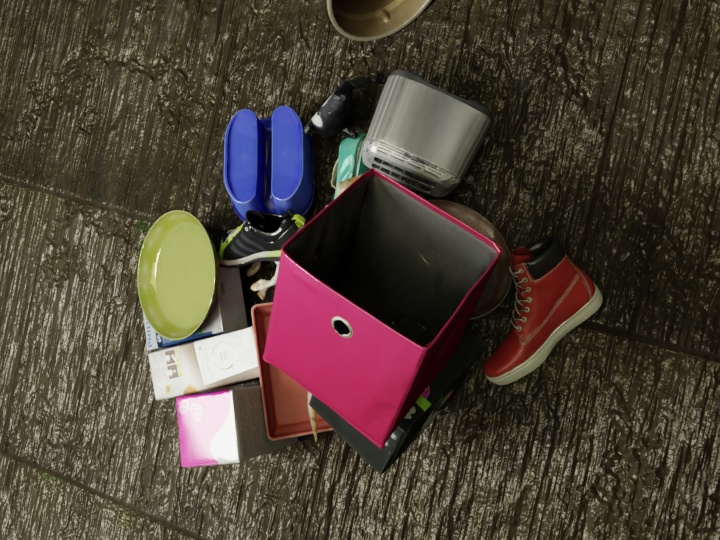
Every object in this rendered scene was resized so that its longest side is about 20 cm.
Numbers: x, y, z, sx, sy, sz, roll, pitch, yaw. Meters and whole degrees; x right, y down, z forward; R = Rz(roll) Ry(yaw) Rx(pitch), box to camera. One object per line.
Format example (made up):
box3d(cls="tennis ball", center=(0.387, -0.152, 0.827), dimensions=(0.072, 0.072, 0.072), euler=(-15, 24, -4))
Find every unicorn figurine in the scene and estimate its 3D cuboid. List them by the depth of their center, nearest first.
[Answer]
box3d(cls="unicorn figurine", center=(-0.121, -0.017, 1.139), dimensions=(0.137, 0.074, 0.201), euler=(-37, 68, -1))

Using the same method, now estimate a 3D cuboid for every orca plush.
box3d(cls="orca plush", center=(-0.021, -0.238, 1.078), dimensions=(0.071, 0.199, 0.106), euler=(41, 65, -10))

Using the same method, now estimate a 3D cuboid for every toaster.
box3d(cls="toaster", center=(0.085, -0.197, 1.028), dimensions=(0.197, 0.114, 0.131), euler=(24, 82, -3))

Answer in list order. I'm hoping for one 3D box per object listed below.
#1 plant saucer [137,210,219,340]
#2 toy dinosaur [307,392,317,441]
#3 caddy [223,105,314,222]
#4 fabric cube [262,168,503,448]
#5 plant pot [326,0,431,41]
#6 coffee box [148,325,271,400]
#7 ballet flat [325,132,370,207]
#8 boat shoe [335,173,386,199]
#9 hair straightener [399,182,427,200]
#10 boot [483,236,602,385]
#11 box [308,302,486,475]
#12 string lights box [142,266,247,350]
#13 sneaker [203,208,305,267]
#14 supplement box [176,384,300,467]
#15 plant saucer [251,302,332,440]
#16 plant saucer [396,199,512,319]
box3d(cls="plant saucer", center=(-0.285, 0.008, 1.126), dimensions=(0.197, 0.031, 0.205), euler=(-2, 86, 39))
box3d(cls="toy dinosaur", center=(-0.053, 0.137, 1.045), dimensions=(0.105, 0.060, 0.202), euler=(33, 77, -7))
box3d(cls="caddy", center=(-0.146, -0.166, 1.145), dimensions=(0.138, 0.105, 0.204), euler=(-3, 73, 5))
box3d(cls="fabric cube", center=(0.020, 0.043, 0.849), dimensions=(0.195, 0.200, 0.201), euler=(33, 138, 14))
box3d(cls="plant pot", center=(0.003, -0.494, 1.078), dimensions=(0.199, 0.200, 0.185), euler=(-35, 64, 15))
box3d(cls="coffee box", center=(-0.226, 0.150, 1.152), dimensions=(0.196, 0.114, 0.081), euler=(-15, 82, 19))
box3d(cls="ballet flat", center=(-0.019, -0.117, 1.125), dimensions=(0.070, 0.067, 0.204), euler=(11, 91, 45))
box3d(cls="boat shoe", center=(0.001, -0.088, 1.015), dimensions=(0.067, 0.200, 0.076), euler=(3, 72, 1))
box3d(cls="hair straightener", center=(0.063, -0.122, 1.098), dimensions=(0.075, 0.041, 0.204), euler=(-14, 88, 2))
box3d(cls="boot", center=(0.219, 0.052, 0.977), dimensions=(0.200, 0.073, 0.144), euler=(-45, 113, 6))
box3d(cls="box", center=(0.052, 0.146, 0.988), dimensions=(0.148, 0.199, 0.125), euler=(40, 140, 18))
box3d(cls="string lights box", center=(-0.281, 0.066, 1.178), dimensions=(0.197, 0.058, 0.105), euler=(-15, 81, 36))
box3d(cls="sneaker", center=(-0.163, -0.061, 1.089), dimensions=(0.196, 0.084, 0.072), euler=(-5, 41, 24))
box3d(cls="supplement box", center=(-0.182, 0.231, 1.084), dimensions=(0.099, 0.199, 0.106), euler=(-9, 84, 19))
box3d(cls="plant saucer", center=(-0.060, 0.142, 1.091), dimensions=(0.196, 0.037, 0.204), euler=(-7, 84, -12))
box3d(cls="plant saucer", center=(0.122, -0.012, 1.024), dimensions=(0.196, 0.032, 0.204), euler=(6, 58, -9))
